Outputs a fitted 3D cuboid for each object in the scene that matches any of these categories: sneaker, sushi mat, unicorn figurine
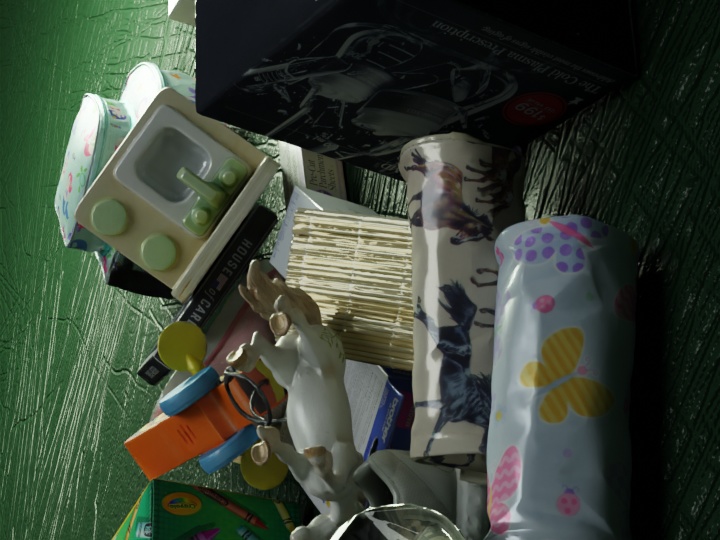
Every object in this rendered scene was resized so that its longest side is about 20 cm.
[{"bbox_3d":[-0.080,0.078,1.446,0.201,0.104,0.076,-57,-8,-49],"label":"sneaker"},{"bbox_3d":[0.020,0.203,1.091,0.076,0.091,0.202,-28,52,61],"label":"sneaker"},{"bbox_3d":[0.028,0.015,1.157,0.199,0.012,0.097,8,90,39],"label":"sushi mat"},{"bbox_3d":[-0.032,0.102,1.138,0.137,0.073,0.202,35,-122,-67],"label":"unicorn figurine"}]

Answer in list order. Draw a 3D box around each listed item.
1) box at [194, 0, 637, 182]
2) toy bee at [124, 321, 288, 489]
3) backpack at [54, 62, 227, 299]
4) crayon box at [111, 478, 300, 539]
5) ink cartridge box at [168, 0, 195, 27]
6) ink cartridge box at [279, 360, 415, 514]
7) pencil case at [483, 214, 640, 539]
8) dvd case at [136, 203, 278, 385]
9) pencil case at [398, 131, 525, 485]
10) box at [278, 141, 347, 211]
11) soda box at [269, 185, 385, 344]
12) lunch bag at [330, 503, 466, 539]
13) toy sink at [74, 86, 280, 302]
[{"bbox_3d":[0.031,-0.147,1.089,0.182,0.199,0.105,-30,53,46],"label":"box"},{"bbox_3d":[-0.081,0.096,1.301,0.199,0.109,0.132,2,120,46],"label":"toy bee"},{"bbox_3d":[-0.206,-0.097,1.745,0.201,0.150,0.178,-63,24,17],"label":"backpack"},{"bbox_3d":[-0.135,0.237,1.391,0.200,0.118,0.059,125,150,-48],"label":"crayon box"},{"bbox_3d":[-0.058,-0.299,1.499,0.200,0.144,0.148,134,143,-51],"label":"ink cartridge box"},{"bbox_3d":[-0.004,0.109,1.270,0.200,0.042,0.120,-135,60,-68],"label":"ink cartridge box"},{"bbox_3d":[0.108,0.072,0.975,0.091,0.082,0.202,80,-167,-69],"label":"pencil case"},{"bbox_3d":[-0.130,0.024,1.515,0.151,0.025,0.200,-56,4,-12],"label":"dvd case"},{"bbox_3d":[0.064,0.024,1.069,0.089,0.077,0.202,40,-134,-77],"label":"pencil case"},{"bbox_3d":[-0.042,-0.106,1.488,0.039,0.041,0.201,-57,28,39],"label":"box"},{"bbox_3d":[0.000,0.000,1.286,0.064,0.068,0.200,-70,23,10],"label":"soda box"},{"bbox_3d":[0.050,0.220,0.895,0.117,0.165,0.200,-33,18,-6],"label":"lunch bag"},{"bbox_3d":[-0.145,-0.064,1.449,0.131,0.112,0.200,-55,5,2],"label":"toy sink"}]
